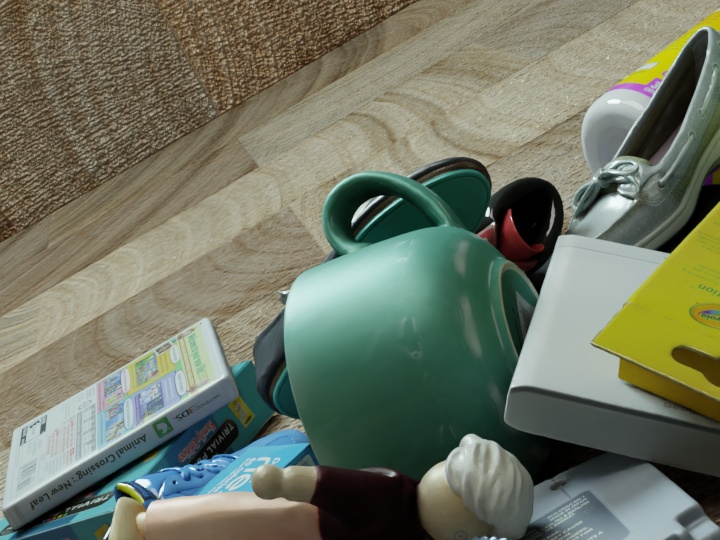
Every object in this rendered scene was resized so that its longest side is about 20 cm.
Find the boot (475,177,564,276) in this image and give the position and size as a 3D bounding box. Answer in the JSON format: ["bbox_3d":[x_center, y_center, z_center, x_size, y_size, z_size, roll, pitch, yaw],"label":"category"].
[{"bbox_3d":[0.049,0.029,1.058,0.201,0.072,0.144,-54,8,-22],"label":"boot"}]

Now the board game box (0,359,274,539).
[{"bbox_3d":[-0.168,0.152,1.227,0.150,0.047,0.200,-20,17,34],"label":"board game box"}]

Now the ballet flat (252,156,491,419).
[{"bbox_3d":[0.000,0.000,1.039,0.200,0.073,0.073,-51,10,13],"label":"ballet flat"}]

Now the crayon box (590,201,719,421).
[{"bbox_3d":[0.210,0.020,0.812,0.126,0.051,0.200,24,45,30],"label":"crayon box"}]

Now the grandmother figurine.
[{"bbox_3d":[-0.013,0.121,0.815,0.198,0.061,0.121,-12,-16,16],"label":"grandmother figurine"}]

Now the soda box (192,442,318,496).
[{"bbox_3d":[-0.097,0.181,0.954,0.200,0.065,0.068,-38,17,-34],"label":"soda box"}]

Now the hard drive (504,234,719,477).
[{"bbox_3d":[0.154,0.039,0.885,0.131,0.027,0.200,12,25,9],"label":"hard drive"}]

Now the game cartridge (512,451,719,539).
[{"bbox_3d":[0.063,0.156,0.784,0.199,0.042,0.133,-31,10,-3],"label":"game cartridge"}]

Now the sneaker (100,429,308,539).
[{"bbox_3d":[-0.100,0.144,1.060,0.066,0.079,0.200,-17,18,47],"label":"sneaker"}]

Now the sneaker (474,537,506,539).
[{"bbox_3d":[0.081,0.142,0.582,0.079,0.066,0.199,-50,21,-26],"label":"sneaker"}]

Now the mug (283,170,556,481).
[{"bbox_3d":[0.038,0.040,0.925,0.114,0.186,0.152,-20,12,21],"label":"mug"}]

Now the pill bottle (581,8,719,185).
[{"bbox_3d":[0.258,-0.125,1.222,0.200,0.105,0.104,-37,16,-26],"label":"pill bottle"}]

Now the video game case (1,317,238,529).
[{"bbox_3d":[-0.179,0.108,1.259,0.181,0.022,0.200,-31,13,-3],"label":"video game case"}]

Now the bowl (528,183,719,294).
[{"bbox_3d":[0.170,0.008,1.074,0.199,0.040,0.201,-27,14,8],"label":"bowl"}]

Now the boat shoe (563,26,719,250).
[{"bbox_3d":[0.185,-0.071,1.080,0.202,0.065,0.074,-47,20,-23],"label":"boat shoe"}]
